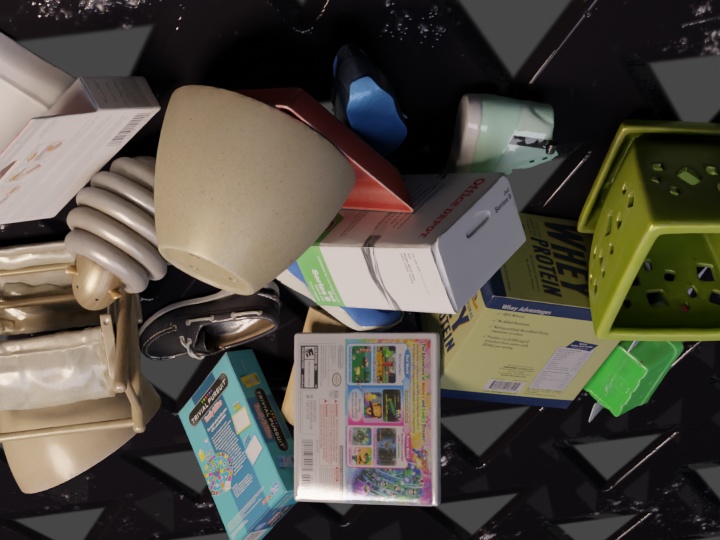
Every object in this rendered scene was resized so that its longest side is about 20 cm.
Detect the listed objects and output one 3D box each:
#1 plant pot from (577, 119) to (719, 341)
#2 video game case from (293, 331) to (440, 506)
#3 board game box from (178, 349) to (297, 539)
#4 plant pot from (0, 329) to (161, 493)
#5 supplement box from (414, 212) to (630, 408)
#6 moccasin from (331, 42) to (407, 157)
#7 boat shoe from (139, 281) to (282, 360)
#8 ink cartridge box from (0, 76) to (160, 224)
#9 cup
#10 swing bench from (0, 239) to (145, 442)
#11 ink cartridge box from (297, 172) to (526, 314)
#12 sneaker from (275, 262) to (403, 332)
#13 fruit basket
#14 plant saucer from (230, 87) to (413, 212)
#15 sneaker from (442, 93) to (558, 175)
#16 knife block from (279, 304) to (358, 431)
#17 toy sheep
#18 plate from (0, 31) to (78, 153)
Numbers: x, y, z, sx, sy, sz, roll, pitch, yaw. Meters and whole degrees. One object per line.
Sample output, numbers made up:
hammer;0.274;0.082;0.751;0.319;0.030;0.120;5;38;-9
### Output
plant pot;0.355;-0.052;1.383;0.195;0.184;0.202;0;140;-12
video game case;0.007;0.176;1.496;0.179;0.204;0.024;-1;177;16
board game box;-0.151;0.229;1.615;0.046;0.202;0.151;-4;147;-41
plant pot;-0.360;0.153;1.520;0.198;0.201;0.136;-25;104;19
supplement box;0.195;0.049;1.512;0.197;0.136;0.201;7;139;-19
moccasin;0.009;-0.168;1.259;0.079;0.069;0.200;-19;165;-7
boat shoe;-0.185;0.073;1.530;0.197;0.061;0.074;-19;141;13
ink cartridge box;-0.315;-0.112;1.221;0.199;0.045;0.175;-38;168;31
cup;-0.120;-0.063;1.209;0.197;0.145;0.201;21;166;6
swing bench;-0.349;0.076;1.402;0.195;0.203;0.130;-6;151;-2
ink cartridge box;0.050;-0.031;1.304;0.198;0.146;0.085;3;125;44
sneaker;0.000;0.001;1.463;0.199;0.078;0.111;31;137;-30
fruit basket;0.363;0.081;1.588;0.093;0.200;0.186;34;142;13
plant saucer;-0.065;-0.125;1.260;0.198;0.037;0.199;8;159;47
sneaker;0.153;-0.103;1.365;0.116;0.075;0.202;2;139;-8
knife block;-0.060;0.168;1.585;0.063;0.176;0.201;24;152;28
toy sheep;-0.236;-0.050;1.298;0.136;0.202;0.138;24;166;6
plate;-0.392;-0.156;1.234;0.199;0.033;0.198;-34;135;28
